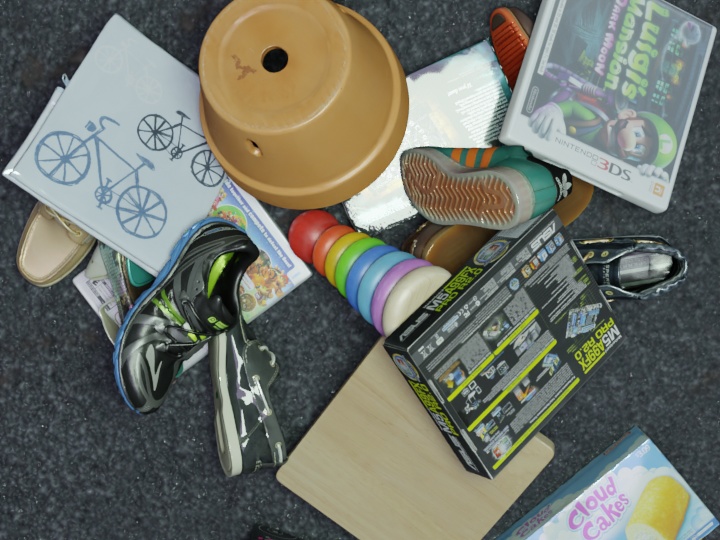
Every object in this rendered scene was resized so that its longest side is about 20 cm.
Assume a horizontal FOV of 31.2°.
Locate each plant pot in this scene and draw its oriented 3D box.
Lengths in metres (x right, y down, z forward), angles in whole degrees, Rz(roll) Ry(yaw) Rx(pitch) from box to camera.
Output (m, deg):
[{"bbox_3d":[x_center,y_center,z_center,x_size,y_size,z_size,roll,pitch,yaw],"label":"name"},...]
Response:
[{"bbox_3d":[-0.062,-0.168,1.173,0.200,0.140,0.201,-2,78,9],"label":"plant pot"}]

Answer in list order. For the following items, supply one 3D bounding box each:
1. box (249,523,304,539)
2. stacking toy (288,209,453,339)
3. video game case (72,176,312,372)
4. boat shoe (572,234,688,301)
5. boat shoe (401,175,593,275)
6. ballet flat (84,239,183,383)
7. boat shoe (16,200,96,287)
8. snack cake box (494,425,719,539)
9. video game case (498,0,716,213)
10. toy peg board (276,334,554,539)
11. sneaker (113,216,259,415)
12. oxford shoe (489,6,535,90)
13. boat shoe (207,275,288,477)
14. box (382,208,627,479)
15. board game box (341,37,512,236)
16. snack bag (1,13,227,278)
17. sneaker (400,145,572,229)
[{"bbox_3d":[-0.036,0.353,1.283,0.200,0.115,0.132,19,94,-2],"label":"box"},{"bbox_3d":[0.000,0.000,1.231,0.085,0.200,0.086,-22,127,-32],"label":"stacking toy"},{"bbox_3d":[-0.169,0.007,1.302,0.200,0.018,0.143,-37,93,4],"label":"video game case"},{"bbox_3d":[0.217,0.001,1.262,0.200,0.091,0.071,-10,95,1],"label":"boat shoe"},{"bbox_3d":[0.132,-0.055,1.266,0.200,0.070,0.071,-24,110,-15],"label":"boat shoe"},{"bbox_3d":[-0.230,0.022,1.267,0.071,0.069,0.201,-10,95,21],"label":"ballet flat"},{"bbox_3d":[-0.280,-0.071,1.269,0.074,0.069,0.200,33,94,-2],"label":"boat shoe"},{"bbox_3d":[0.242,0.266,1.297,0.200,0.067,0.115,-40,94,3],"label":"snack cake box"},{"bbox_3d":[0.240,-0.180,1.231,0.181,0.023,0.200,22,76,-17],"label":"video game case"},{"bbox_3d":[0.058,0.175,1.290,0.200,0.098,0.199,36,110,-2],"label":"toy peg board"},{"bbox_3d":[-0.162,0.044,1.203,0.083,0.071,0.200,24,80,38],"label":"sneaker"},{"bbox_3d":[0.203,-0.185,1.267,0.073,0.071,0.200,-40,97,-18],"label":"oxford shoe"},{"bbox_3d":[-0.114,0.099,1.266,0.067,0.072,0.201,-7,82,-16],"label":"boat shoe"},{"bbox_3d":[0.136,0.064,1.176,0.200,0.044,0.160,-43,115,-20],"label":"box"},{"bbox_3d":[0.062,-0.129,1.283,0.200,0.028,0.136,-23,95,2],"label":"board game box"},{"bbox_3d":[-0.213,-0.121,1.230,0.188,0.021,0.200,34,71,-23],"label":"snack bag"},{"bbox_3d":[0.114,-0.081,1.195,0.080,0.200,0.072,-16,111,-28],"label":"sneaker"}]
